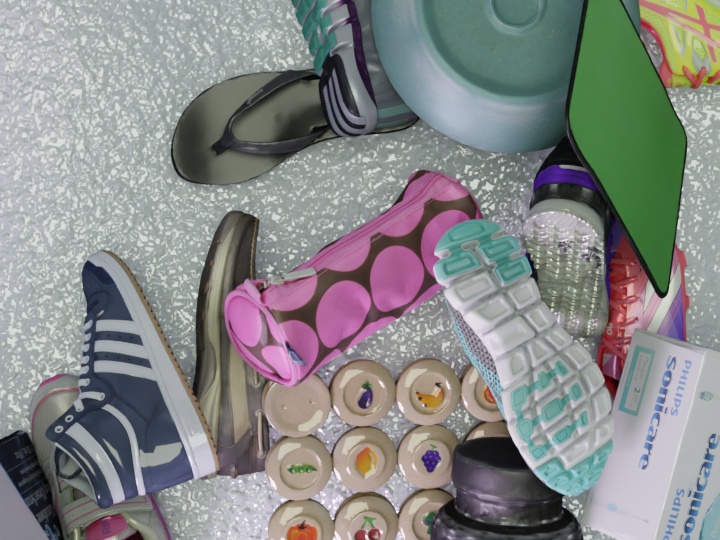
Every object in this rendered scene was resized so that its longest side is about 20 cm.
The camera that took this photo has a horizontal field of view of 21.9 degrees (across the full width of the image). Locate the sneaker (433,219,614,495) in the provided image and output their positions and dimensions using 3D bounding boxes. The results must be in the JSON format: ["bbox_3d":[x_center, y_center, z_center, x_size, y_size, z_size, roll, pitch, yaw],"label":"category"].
[{"bbox_3d":[0.112,0.060,1.292,0.077,0.091,0.201,-24,87,-7],"label":"sneaker"}]

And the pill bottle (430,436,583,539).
[{"bbox_3d":[0.103,0.228,1.340,0.111,0.112,0.202,2,101,0],"label":"pill bottle"}]

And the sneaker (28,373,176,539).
[{"bbox_3d":[-0.184,0.169,1.365,0.081,0.088,0.201,-27,90,0],"label":"sneaker"}]

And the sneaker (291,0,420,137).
[{"bbox_3d":[0.002,-0.194,1.373,0.087,0.074,0.202,-7,74,-21],"label":"sneaker"}]

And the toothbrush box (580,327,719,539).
[{"bbox_3d":[0.273,0.138,1.328,0.199,0.085,0.148,15,91,-32],"label":"toothbrush box"}]

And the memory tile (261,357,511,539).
[{"bbox_3d":[0.027,0.139,1.373,0.198,0.017,0.155,-3,102,-10],"label":"memory tile"}]

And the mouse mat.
[{"bbox_3d":[0.188,-0.098,1.295,0.007,0.200,0.162,-8,49,29],"label":"mouse mat"}]

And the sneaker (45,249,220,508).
[{"bbox_3d":[-0.187,0.079,1.334,0.108,0.070,0.201,-24,59,-13],"label":"sneaker"}]

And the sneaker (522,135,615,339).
[{"bbox_3d":[0.153,-0.027,1.331,0.069,0.201,0.100,10,62,6],"label":"sneaker"}]

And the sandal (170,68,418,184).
[{"bbox_3d":[-0.049,-0.119,1.386,0.199,0.043,0.077,-18,90,0],"label":"sandal"}]

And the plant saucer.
[{"bbox_3d":[0.108,-0.185,1.324,0.198,0.036,0.202,1,80,-6],"label":"plant saucer"}]

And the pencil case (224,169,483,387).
[{"bbox_3d":[0.000,0.000,1.331,0.199,0.090,0.094,-35,131,-27],"label":"pencil case"}]

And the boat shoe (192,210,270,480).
[{"bbox_3d":[-0.086,0.056,1.381,0.073,0.074,0.202,5,99,-10],"label":"boat shoe"}]

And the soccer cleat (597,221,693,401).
[{"bbox_3d":[0.204,0.039,1.374,0.076,0.067,0.202,-13,95,-22],"label":"soccer cleat"}]

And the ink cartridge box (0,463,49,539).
[{"bbox_3d":[-0.308,0.211,1.198,0.199,0.125,0.129,-33,90,0],"label":"ink cartridge box"}]

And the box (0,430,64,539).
[{"bbox_3d":[-0.258,0.232,1.335,0.106,0.148,0.201,-25,91,0],"label":"box"}]

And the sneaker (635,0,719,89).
[{"bbox_3d":[0.262,-0.162,1.377,0.199,0.078,0.091,37,92,10],"label":"sneaker"}]
